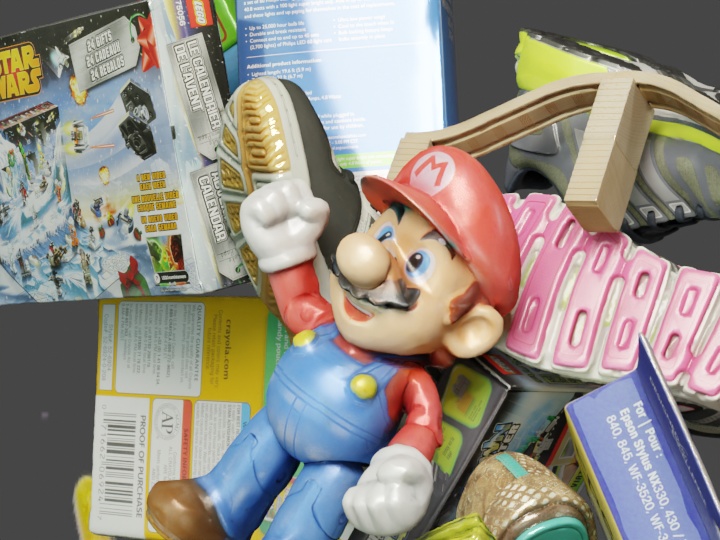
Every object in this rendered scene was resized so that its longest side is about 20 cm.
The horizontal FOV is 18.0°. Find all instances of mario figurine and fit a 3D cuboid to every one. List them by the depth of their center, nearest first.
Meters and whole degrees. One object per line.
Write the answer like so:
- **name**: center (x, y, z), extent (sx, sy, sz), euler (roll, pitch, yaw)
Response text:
- **mario figurine**: center (-0.013, 0.035, 0.921), extent (0.123, 0.106, 0.201), euler (32, 92, -5)

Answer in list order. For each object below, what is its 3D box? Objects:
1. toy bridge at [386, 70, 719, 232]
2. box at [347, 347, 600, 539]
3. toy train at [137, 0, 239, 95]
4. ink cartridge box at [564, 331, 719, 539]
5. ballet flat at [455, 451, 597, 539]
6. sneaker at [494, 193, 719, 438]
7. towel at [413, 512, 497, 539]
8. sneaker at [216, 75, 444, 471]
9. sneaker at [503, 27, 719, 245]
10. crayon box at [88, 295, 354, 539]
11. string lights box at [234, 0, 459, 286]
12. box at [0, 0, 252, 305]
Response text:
- **toy bridge**: center (0.105, -0.050, 0.946), extent (0.199, 0.027, 0.068), euler (1, 59, 34)
- **box**: center (0.040, 0.126, 1.035), extent (0.035, 0.110, 0.201), euler (40, 112, 33)
- **toy train**: center (-0.113, -0.075, 1.200), extent (0.199, 0.084, 0.116), euler (-32, 81, 33)
- **ink cartridge box**: center (0.137, 0.145, 0.907), extent (0.047, 0.200, 0.199), euler (-23, 69, 4)
- **ballet flat**: center (0.073, 0.160, 1.009), extent (0.065, 0.070, 0.201), euler (-121, 26, -49)
- **sneaker**: center (0.125, 0.028, 0.979), extent (0.199, 0.087, 0.074), euler (18, 77, 25)
- **towel**: center (0.071, 0.182, 0.969), extent (0.086, 0.200, 0.018), euler (-23, 32, 29)
- **sneaker**: center (0.000, 0.000, 1.025), extent (0.076, 0.087, 0.201), euler (21, 132, 64)
- **sneaker**: center (0.141, -0.042, 1.001), extent (0.200, 0.074, 0.081), euler (30, 112, 44)
- **crayon box**: center (-0.048, 0.077, 1.147), extent (0.199, 0.051, 0.127), euler (0, 87, 39)
- **string lights box**: center (-0.005, -0.094, 1.096), extent (0.102, 0.059, 0.202), euler (-3, 83, 9)
- **box**: center (-0.128, -0.056, 1.115), extent (0.199, 0.040, 0.138), euler (-3, 99, 53)
